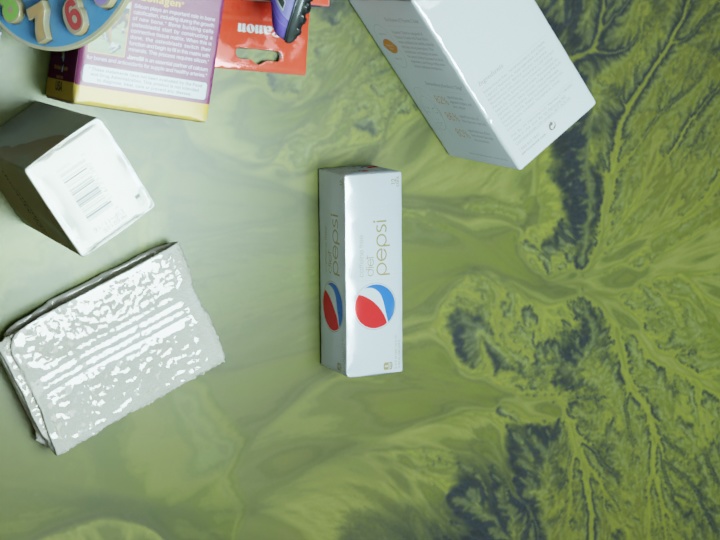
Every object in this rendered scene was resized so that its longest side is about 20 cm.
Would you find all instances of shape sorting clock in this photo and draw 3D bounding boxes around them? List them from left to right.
[{"bbox_3d":[-0.262,-0.288,1.448,0.039,0.199,0.201,0,100,-56],"label":"shape sorting clock"}]

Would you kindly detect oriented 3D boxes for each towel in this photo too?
[{"bbox_3d":[-0.234,0.074,1.598,0.199,0.034,0.133,-28,110,-19],"label":"towel"}]

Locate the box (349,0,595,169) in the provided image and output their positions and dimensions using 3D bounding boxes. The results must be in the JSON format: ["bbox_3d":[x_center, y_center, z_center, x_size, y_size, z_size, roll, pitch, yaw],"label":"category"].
[{"bbox_3d":[0.107,-0.213,1.641,0.106,0.152,0.200,-40,112,-13],"label":"box"}]

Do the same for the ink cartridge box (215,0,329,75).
[{"bbox_3d":[-0.083,-0.287,1.598,0.108,0.050,0.201,1,97,-25],"label":"ink cartridge box"}]

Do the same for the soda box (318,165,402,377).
[{"bbox_3d":[0.000,0.000,1.672,0.063,0.068,0.201,-5,100,-24],"label":"soda box"}]

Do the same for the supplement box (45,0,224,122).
[{"bbox_3d":[-0.198,-0.242,1.524,0.130,0.103,0.201,7,96,-26],"label":"supplement box"}]

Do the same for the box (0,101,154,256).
[{"bbox_3d":[-0.259,-0.083,1.468,0.078,0.200,0.095,-37,111,-15],"label":"box"}]

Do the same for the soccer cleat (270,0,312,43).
[{"bbox_3d":[-0.069,-0.310,1.547,0.073,0.068,0.201,8,100,-1],"label":"soccer cleat"}]
